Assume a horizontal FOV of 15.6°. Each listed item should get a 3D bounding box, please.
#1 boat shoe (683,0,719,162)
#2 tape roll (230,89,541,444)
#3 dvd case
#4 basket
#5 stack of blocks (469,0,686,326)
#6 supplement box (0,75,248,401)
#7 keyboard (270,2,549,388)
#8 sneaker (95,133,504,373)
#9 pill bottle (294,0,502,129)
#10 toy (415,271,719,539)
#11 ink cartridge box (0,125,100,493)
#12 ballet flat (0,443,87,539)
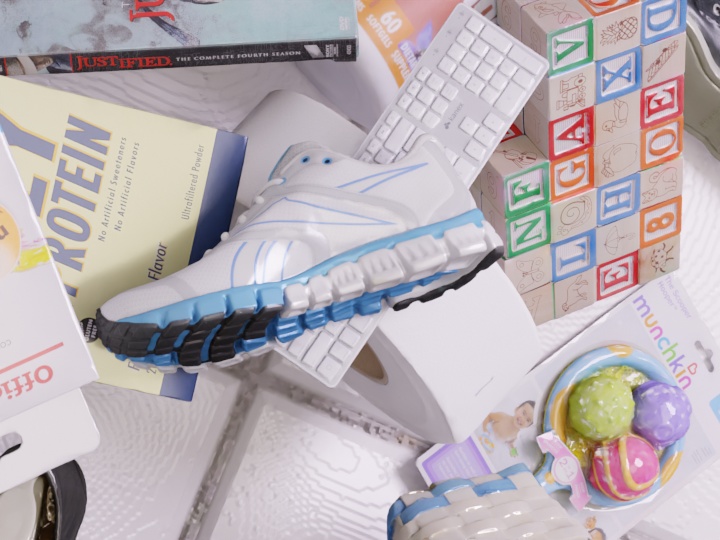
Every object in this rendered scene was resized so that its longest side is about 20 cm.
[{"bbox_3d":[0.202,-0.128,1.526,0.199,0.074,0.066,38,52,-8],"label":"boat shoe"},{"bbox_3d":[0.000,0.000,1.389,0.071,0.202,0.203,-45,105,-12],"label":"tape roll"},{"bbox_3d":[-0.103,-0.168,1.372,0.198,0.022,0.147,-3,58,-1],"label":"dvd case"},{"bbox_3d":[0.084,0.221,1.399,0.138,0.200,0.177,-17,138,-29],"label":"basket"},{"bbox_3d":[0.115,-0.072,1.446,0.115,0.059,0.201,-20,133,-18],"label":"stack of blocks"},{"bbox_3d":[-0.187,-0.026,1.323,0.199,0.200,0.135,13,89,-19],"label":"supplement box"},{"bbox_3d":[0.018,-0.038,1.291,0.056,0.011,0.201,33,77,6],"label":"keyboard"},{"bbox_3d":[-0.037,-0.013,1.247,0.199,0.075,0.087,-17,74,-19],"label":"sneaker"},{"bbox_3d":[0.050,-0.180,1.444,0.200,0.112,0.112,-41,104,-13],"label":"pill bottle"},{"bbox_3d":[0.141,0.102,1.523,0.199,0.047,0.116,-35,105,-14],"label":"toy"},{"bbox_3d":[-0.195,0.015,1.181,0.115,0.068,0.201,-24,101,-15],"label":"ink cartridge box"},{"bbox_3d":[-0.191,0.181,1.350,0.067,0.068,0.201,6,72,9],"label":"ballet flat"}]
